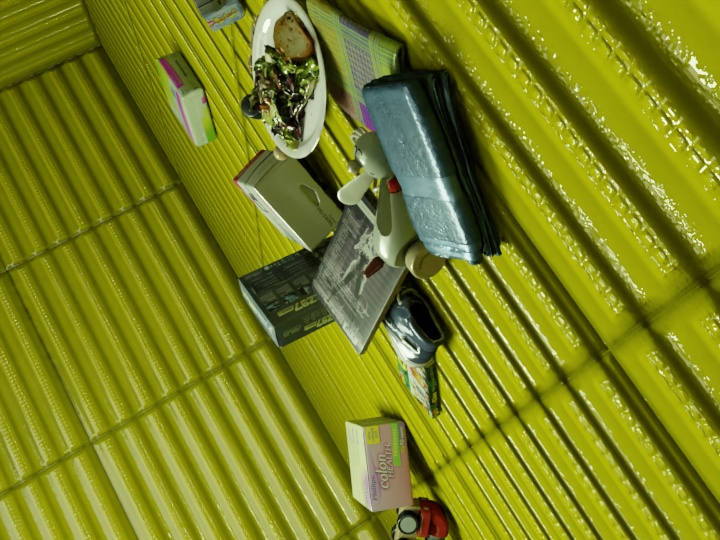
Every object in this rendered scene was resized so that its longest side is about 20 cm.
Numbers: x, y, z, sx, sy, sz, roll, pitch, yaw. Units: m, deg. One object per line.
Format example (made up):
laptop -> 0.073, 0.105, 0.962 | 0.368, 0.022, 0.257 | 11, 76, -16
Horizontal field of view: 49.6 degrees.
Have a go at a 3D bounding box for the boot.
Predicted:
boot -> 0.055, 0.039, 1.134 | 0.201, 0.072, 0.091 | 55, 151, 15

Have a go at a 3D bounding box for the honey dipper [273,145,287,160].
honey dipper -> -0.113, -0.191, 1.167 | 0.200, 0.038, 0.038 | -90, -24, -71

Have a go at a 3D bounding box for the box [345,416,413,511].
box -> 0.038, 0.422, 1.726 | 0.200, 0.096, 0.178 | 146, 119, -77

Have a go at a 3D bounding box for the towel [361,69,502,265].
towel -> 0.073, -0.104, 0.784 | 0.111, 0.048, 0.201 | 19, 138, 57

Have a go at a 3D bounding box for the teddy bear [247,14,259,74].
teddy bear -> -0.108, -0.272, 1.113 | 0.146, 0.066, 0.201 | 93, 153, -46

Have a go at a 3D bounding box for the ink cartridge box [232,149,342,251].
ink cartridge box -> -0.125, -0.123, 1.311 | 0.145, 0.083, 0.200 | 48, 174, -20

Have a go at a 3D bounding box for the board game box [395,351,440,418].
board game box -> 0.092, 0.157, 1.297 | 0.105, 0.023, 0.201 | 53, 164, 38

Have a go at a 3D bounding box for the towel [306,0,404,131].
towel -> 0.002, -0.222, 0.877 | 0.200, 0.023, 0.145 | 46, 159, 45

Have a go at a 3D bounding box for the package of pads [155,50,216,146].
package of pads -> -0.432, -0.425, 1.932 | 0.155, 0.068, 0.201 | 55, 164, 24

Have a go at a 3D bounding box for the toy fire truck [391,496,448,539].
toy fire truck -> 0.168, 0.605, 1.702 | 0.129, 0.198, 0.178 | -97, 16, -81

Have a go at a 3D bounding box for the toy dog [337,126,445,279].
toy dog -> 0.020, -0.064, 0.927 | 0.201, 0.096, 0.132 | 58, 172, -22

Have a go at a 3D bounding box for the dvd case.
dvd case -> 0.000, 0.000, 1.129 | 0.149, 0.016, 0.201 | 52, 133, 32

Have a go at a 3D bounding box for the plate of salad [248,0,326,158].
plate of salad -> -0.101, -0.241, 0.984 | 0.200, 0.048, 0.202 | 33, 130, 49

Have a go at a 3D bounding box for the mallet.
mallet -> -0.119, -0.214, 1.300 | 0.200, 0.041, 0.066 | 49, -160, 0

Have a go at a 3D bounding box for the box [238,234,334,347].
box -> -0.085, 0.029, 1.305 | 0.158, 0.199, 0.051 | 44, 154, 47

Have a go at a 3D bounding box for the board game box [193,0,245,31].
board game box -> -0.231, -0.443, 1.131 | 0.200, 0.061, 0.201 | -115, -1, -59
